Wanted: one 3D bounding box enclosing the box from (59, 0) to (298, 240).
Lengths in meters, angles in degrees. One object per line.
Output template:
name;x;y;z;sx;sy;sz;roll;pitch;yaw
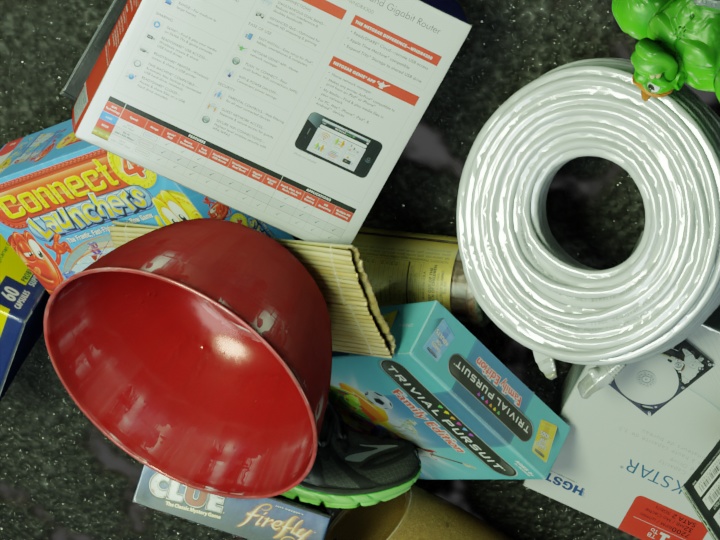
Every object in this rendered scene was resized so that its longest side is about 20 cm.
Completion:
box;-0.077;-0.144;1.600;0.198;0.050;0.200;32;127;-8

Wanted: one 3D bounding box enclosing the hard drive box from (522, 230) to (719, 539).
hard drive box;0.226;0.094;1.657;0.155;0.077;0.201;23;129;1

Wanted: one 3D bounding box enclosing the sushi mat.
sushi mat;-0.075;0.012;1.577;0.199;0.012;0.096;6;135;31

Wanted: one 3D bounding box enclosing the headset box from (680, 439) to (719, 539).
headset box;0.347;0.119;1.563;0.199;0.093;0.175;3;133;-40

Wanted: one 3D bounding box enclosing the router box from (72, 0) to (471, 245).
router box;-0.057;-0.129;1.502;0.199;0.049;0.180;25;108;-17

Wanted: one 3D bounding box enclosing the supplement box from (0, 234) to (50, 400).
supplement box;-0.332;0.001;1.745;0.199;0.109;0.110;25;129;-1

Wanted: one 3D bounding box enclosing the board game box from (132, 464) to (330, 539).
board game box;-0.092;0.169;1.696;0.135;0.200;0.035;18;86;-2

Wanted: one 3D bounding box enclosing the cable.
cable;0.155;-0.037;1.536;0.199;0.069;0.201;-35;79;24

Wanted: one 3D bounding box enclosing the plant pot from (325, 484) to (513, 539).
plant pot;0.061;0.256;1.753;0.186;0.187;0.200;-28;114;32

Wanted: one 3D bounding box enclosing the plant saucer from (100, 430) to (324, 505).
plant saucer;-0.101;0.128;1.766;0.199;0.031;0.200;15;160;6

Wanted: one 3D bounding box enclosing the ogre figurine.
ogre figurine;0.212;-0.164;1.444;0.199;0.098;0.120;24;145;23

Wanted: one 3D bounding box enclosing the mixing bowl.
mixing bowl;-0.093;0.041;1.522;0.199;0.109;0.201;20;140;18

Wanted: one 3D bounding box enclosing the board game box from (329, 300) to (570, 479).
board game box;0.028;0.089;1.669;0.151;0.047;0.199;43;152;-28

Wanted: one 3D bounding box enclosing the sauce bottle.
sauce bottle;0.000;0.000;1.668;0.199;0.065;0.065;7;127;22

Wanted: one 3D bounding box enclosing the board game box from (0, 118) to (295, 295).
board game box;-0.149;-0.020;1.654;0.199;0.056;0.196;-15;121;44

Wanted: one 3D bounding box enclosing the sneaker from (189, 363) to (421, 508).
sneaker;-0.047;0.110;1.633;0.199;0.077;0.084;16;103;-13
